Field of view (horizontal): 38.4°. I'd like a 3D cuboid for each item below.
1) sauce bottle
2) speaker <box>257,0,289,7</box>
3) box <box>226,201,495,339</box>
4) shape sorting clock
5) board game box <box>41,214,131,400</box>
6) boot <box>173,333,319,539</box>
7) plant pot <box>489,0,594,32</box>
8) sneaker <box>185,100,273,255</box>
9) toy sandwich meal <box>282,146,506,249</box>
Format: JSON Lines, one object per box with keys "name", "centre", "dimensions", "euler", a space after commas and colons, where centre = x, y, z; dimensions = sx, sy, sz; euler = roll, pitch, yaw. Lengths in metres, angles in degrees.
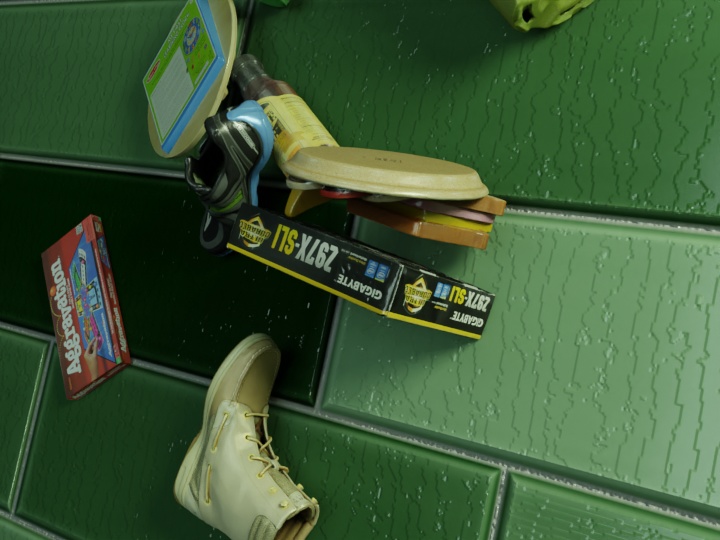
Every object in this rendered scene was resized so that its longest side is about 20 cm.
{"name": "sauce bottle", "centre": [-0.083, -0.157, 1.096], "dimensions": [0.066, 0.066, 0.201], "euler": [-50, 52, 16]}
{"name": "speaker", "centre": [-0.081, -0.400, 1.138], "dimensions": [0.088, 0.088, 0.203], "euler": [21, 92, 37]}
{"name": "box", "centre": [0.000, 0.000, 0.938], "dimensions": [0.198, 0.159, 0.050], "euler": [22, 92, 37]}
{"name": "shape sorting clock", "centre": [-0.194, -0.227, 1.189], "dimensions": [0.199, 0.039, 0.204], "euler": [-17, 67, 49]}
{"name": "board game box", "centre": [-0.338, 0.044, 1.265], "dimensions": [0.102, 0.019, 0.203], "euler": [-32, 62, 28]}
{"name": "boot", "centre": [-0.095, 0.181, 1.020], "dimensions": [0.155, 0.072, 0.203], "euler": [31, 100, 37]}
{"name": "plant pot", "centre": [0.140, -0.323, 0.910], "dimensions": [0.199, 0.199, 0.192], "euler": [-37, 72, 23]}
{"name": "sneaker", "centre": [-0.147, -0.093, 1.074], "dimensions": [0.071, 0.082, 0.201], "euler": [60, 149, 29]}
{"name": "toy sandwich meal", "centre": [0.025, -0.063, 0.915], "dimensions": [0.203, 0.204, 0.072], "euler": [16, 105, 37]}
